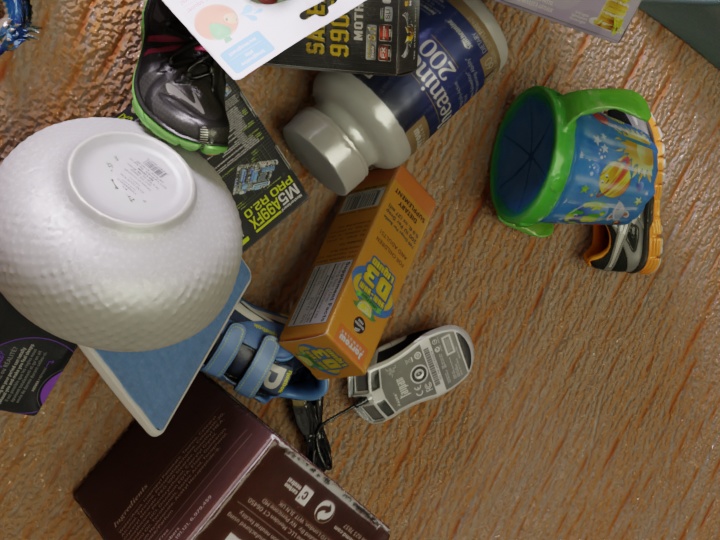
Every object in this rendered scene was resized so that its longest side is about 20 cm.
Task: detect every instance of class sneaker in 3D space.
[{"bbox_3d":[-0.104,0.070,1.099,0.200,0.082,0.074,16,115,-43],"label":"sneaker"},{"bbox_3d":[-0.135,-0.174,0.969,0.077,0.200,0.084,9,140,-29],"label":"sneaker"},{"bbox_3d":[0.274,-0.089,1.301,0.077,0.078,0.200,-6,101,-7],"label":"sneaker"}]

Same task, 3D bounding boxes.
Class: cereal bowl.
[{"bbox_3d":[-0.180,-0.043,0.921,0.200,0.200,0.083,-7,145,-28],"label":"cereal bowl"}]

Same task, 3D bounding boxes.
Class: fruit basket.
[{"bbox_3d":[-0.081,-0.258,0.925,0.185,0.200,0.094,-35,156,-18],"label":"fruit basket"}]

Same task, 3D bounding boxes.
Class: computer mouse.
[{"bbox_3d":[0.022,0.114,1.234,0.200,0.044,0.110,-25,111,-16],"label":"computer mouse"}]

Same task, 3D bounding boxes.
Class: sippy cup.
[{"bbox_3d":[0.215,-0.102,1.209,0.130,0.178,0.140,9,89,-20],"label":"sippy cup"}]

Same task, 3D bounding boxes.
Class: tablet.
[{"bbox_3d":[-0.158,0.021,0.997,0.130,0.014,0.200,59,37,-29],"label":"tablet"}]

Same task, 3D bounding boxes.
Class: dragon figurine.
[{"bbox_3d":[-0.248,-0.261,0.953,0.099,0.059,0.200,39,84,-33],"label":"dragon figurine"}]

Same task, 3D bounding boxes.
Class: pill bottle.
[{"bbox_3d":[0.029,-0.164,1.111,0.200,0.111,0.111,-44,121,-12],"label":"pill bottle"}]

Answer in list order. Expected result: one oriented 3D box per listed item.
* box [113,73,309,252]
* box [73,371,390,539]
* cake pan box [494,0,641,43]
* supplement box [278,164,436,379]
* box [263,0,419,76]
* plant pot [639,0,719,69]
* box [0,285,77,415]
[{"bbox_3d":[-0.164,-0.066,1.069,0.200,0.044,0.160,-41,121,-13],"label":"box"},{"bbox_3d":[-0.117,0.215,1.087,0.164,0.200,0.166,-51,123,-8],"label":"box"},{"bbox_3d":[0.120,-0.276,1.083,0.184,0.200,0.052,13,114,-34],"label":"cake pan box"},{"bbox_3d":[0.000,0.000,1.124,0.067,0.069,0.200,45,55,-33],"label":"supplement box"},{"bbox_3d":[-0.028,-0.269,1.023,0.048,0.158,0.200,-29,125,-62],"label":"box"},{"bbox_3d":[0.439,-0.313,1.252,0.196,0.200,0.197,26,90,-32],"label":"plant pot"},{"bbox_3d":[-0.323,0.019,0.944,0.200,0.106,0.122,17,122,-33],"label":"box"}]
